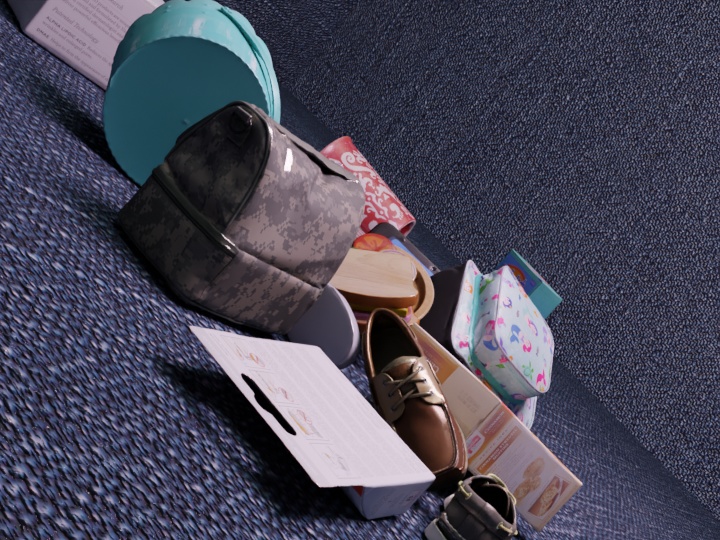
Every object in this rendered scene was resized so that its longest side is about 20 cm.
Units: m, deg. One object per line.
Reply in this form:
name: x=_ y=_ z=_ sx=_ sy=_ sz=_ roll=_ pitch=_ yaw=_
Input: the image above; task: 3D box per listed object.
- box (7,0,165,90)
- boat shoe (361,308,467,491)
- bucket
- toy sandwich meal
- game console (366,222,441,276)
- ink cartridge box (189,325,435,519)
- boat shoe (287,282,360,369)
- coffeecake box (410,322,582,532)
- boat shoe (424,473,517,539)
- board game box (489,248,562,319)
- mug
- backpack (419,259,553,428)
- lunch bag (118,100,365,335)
box: x=-0.356 y=-0.350 z=1.491 sx=0.199 sy=0.131 sz=0.199 roll=35 pitch=10 yaw=-43
boat shoe: x=0.040 y=0.114 z=1.045 sx=0.201 sy=0.075 sz=0.074 roll=-116 pitch=-175 yaw=-48
bucket: x=-0.183 y=-0.180 z=1.214 sx=0.207 sy=0.207 sz=0.135 roll=39 pitch=15 yaw=-19
toy sandwich meal: x=0.000 y=0.000 z=1.304 sx=0.202 sy=0.071 sz=0.206 roll=9 pitch=37 yaw=-7
game console: x=0.047 y=0.035 z=1.461 sx=0.200 sy=0.117 sz=0.176 roll=43 pitch=8 yaw=11
ink cartridge box: x=-0.044 y=0.120 z=0.864 sx=0.163 sy=0.057 sz=0.199 roll=46 pitch=17 yaw=25
boat shoe: x=-0.051 y=0.039 z=1.158 sx=0.068 sy=0.072 sz=0.200 roll=31 pitch=7 yaw=-47
coffeecake box: x=0.121 y=0.164 z=1.162 sx=0.200 sy=0.073 sz=0.153 roll=45 pitch=-2 yaw=-43
boat shoe: x=0.110 y=0.218 z=1.000 sx=0.072 sy=0.060 sz=0.202 roll=44 pitch=8 yaw=13
board game box: x=0.183 y=0.077 z=1.592 sx=0.045 sy=0.200 sz=0.152 roll=38 pitch=9 yaw=-18
mug: x=0.003 y=-0.126 z=2.061 sx=0.200 sy=0.133 sz=0.177 roll=47 pitch=11 yaw=11
backpack: x=0.151 y=0.105 z=1.366 sx=0.201 sy=0.149 sz=0.179 roll=58 pitch=31 yaw=-31
lunch bag: x=-0.096 y=-0.051 z=1.039 sx=0.139 sy=0.168 sz=0.200 roll=47 pitch=9 yaw=32
